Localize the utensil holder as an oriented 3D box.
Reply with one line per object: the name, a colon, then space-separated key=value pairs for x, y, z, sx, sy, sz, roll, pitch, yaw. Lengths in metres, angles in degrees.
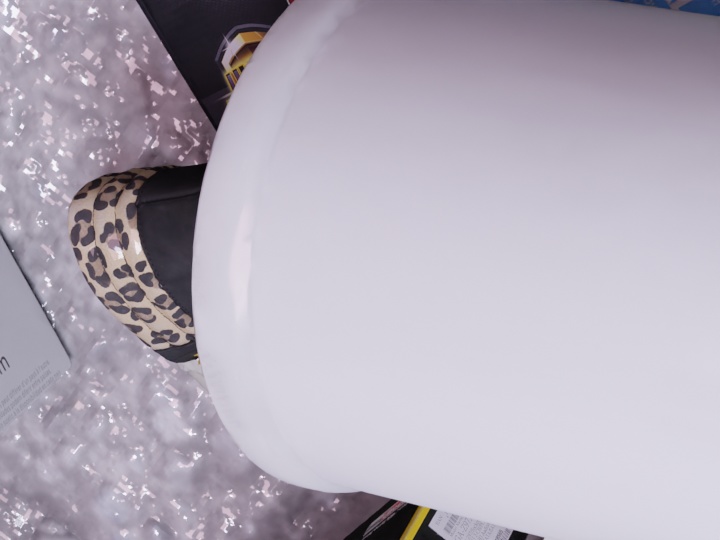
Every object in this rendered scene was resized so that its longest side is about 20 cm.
utensil holder: x=0.078 y=0.002 z=0.804 sx=0.199 sy=0.170 sz=0.171 roll=12 pitch=116 yaw=33

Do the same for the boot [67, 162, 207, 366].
boot: x=0.000 y=0.000 z=1.002 sx=0.150 sy=0.200 sz=0.074 roll=-11 pitch=67 yaw=29

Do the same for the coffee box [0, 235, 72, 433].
coffee box: x=-0.278 y=0.024 z=1.080 sx=0.199 sy=0.200 sz=0.199 roll=-23 pitch=101 yaw=26

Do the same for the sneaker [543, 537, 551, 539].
sneaker: x=0.132 y=0.131 z=0.967 sx=0.146 sy=0.081 sz=0.201 roll=27 pitch=125 yaw=8

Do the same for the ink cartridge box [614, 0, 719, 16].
ink cartridge box: x=0.157 y=-0.183 z=0.883 sx=0.199 sy=0.129 sz=0.126 roll=-27 pitch=101 yaw=27

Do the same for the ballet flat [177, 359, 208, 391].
ballet flat: x=-0.029 y=0.039 z=1.077 sx=0.199 sy=0.072 sz=0.072 roll=30 pitch=118 yaw=6

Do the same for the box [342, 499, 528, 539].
box: x=-0.025 y=0.174 z=1.043 sx=0.049 sy=0.160 sz=0.200 roll=38 pitch=137 yaw=-7

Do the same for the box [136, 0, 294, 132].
box: x=-0.021 y=-0.141 z=0.967 sx=0.200 sy=0.050 sz=0.199 roll=-19 pitch=107 yaw=51
